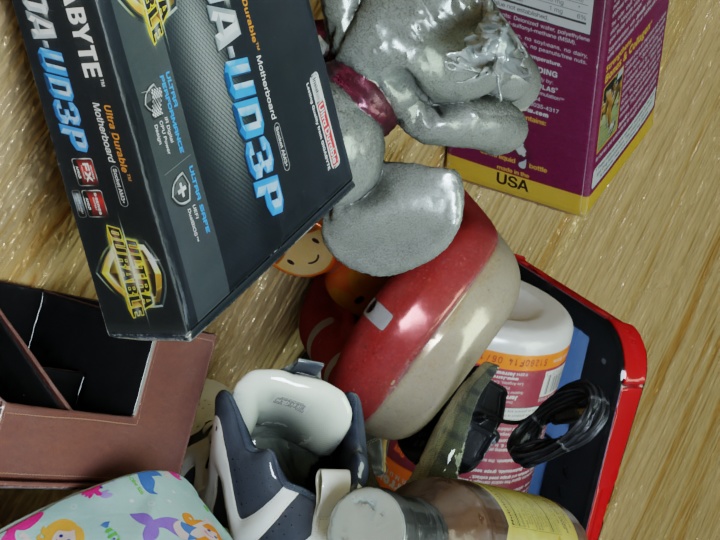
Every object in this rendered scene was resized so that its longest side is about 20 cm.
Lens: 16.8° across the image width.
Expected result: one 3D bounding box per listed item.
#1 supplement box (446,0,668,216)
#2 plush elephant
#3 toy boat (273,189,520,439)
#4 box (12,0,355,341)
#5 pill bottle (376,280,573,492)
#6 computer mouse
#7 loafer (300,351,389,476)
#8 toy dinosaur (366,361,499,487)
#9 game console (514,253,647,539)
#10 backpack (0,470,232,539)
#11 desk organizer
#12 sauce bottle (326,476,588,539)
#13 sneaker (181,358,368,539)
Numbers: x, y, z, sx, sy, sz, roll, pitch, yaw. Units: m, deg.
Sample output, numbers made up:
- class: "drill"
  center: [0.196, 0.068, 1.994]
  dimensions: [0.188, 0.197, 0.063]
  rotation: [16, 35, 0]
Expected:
- class: "supplement box"
  center: [0.128, -0.158, 1.539]
  dimensions: [0.131, 0.103, 0.201]
  rotation: [-48, 149, -48]
- class: "plush elephant"
  center: [0.001, -0.093, 1.224]
  dimensions: [0.165, 0.155, 0.200]
  rotation: [53, 6, -19]
- class: "toy boat"
  center: [0.000, 0.000, 1.321]
  dimensions: [0.131, 0.131, 0.200]
  rotation: [-54, -160, 8]
- class: "box"
  center: [-0.077, -0.092, 1.062]
  dimensions: [0.159, 0.046, 0.201]
  rotation: [-45, 128, -51]
- class: "pill bottle"
  center: [0.061, 0.108, 1.568]
  dimensions: [0.110, 0.109, 0.201]
  rotation: [-29, 137, -62]
- class: "computer mouse"
  center: [0.077, 0.081, 1.261]
  dimensions: [0.059, 0.034, 0.200]
  rotation: [-61, -160, -15]
- class: "loafer"
  center: [0.019, 0.042, 1.464]
  dimensions: [0.200, 0.072, 0.073]
  rotation: [-64, 157, -25]
- class: "toy dinosaur"
  center: [0.012, 0.132, 1.258]
  dimensions: [0.047, 0.088, 0.201]
  rotation: [-5, 110, -65]
- class: "game console"
  center: [0.111, 0.093, 1.613]
  dimensions: [0.031, 0.200, 0.178]
  rotation: [9, 104, -30]
- class: "backpack"
  center: [-0.116, 0.191, 1.070]
  dimensions: [0.177, 0.151, 0.201]
  rotation: [-23, 140, -30]
- class: "desk organizer"
  center: [-0.138, 0.050, 1.068]
  dimensions: [0.200, 0.071, 0.077]
  rotation: [16, 89, -70]
- class: "sauce bottle"
  center: [0.046, 0.131, 1.159]
  dimensions: [0.200, 0.065, 0.065]
  rotation: [17, 90, -60]
- class: "sneaker"
  center: [-0.045, 0.081, 1.184]
  dimensions: [0.199, 0.079, 0.130]
  rotation: [-112, -147, -55]
